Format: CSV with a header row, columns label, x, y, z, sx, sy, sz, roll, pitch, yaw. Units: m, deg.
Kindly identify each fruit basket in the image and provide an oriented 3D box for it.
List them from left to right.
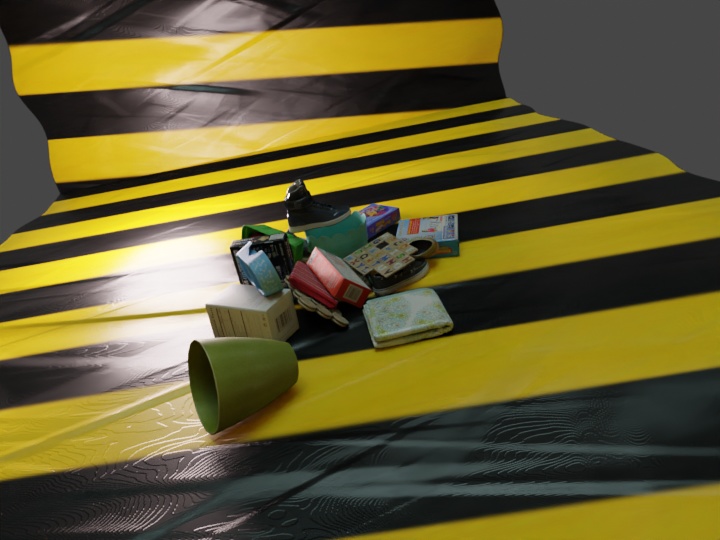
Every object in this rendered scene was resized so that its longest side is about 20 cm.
label,x,y,z,sx,sy,sz,roll,pitch,yaw
fruit basket,-0.288,-0.034,1.682,0.210,0.159,0.217,8,29,-4

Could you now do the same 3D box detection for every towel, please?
label,x,y,z,sx,sy,sz,roll,pitch,yaw
towel,-0.122,0.036,1.502,0.143,0.023,0.200,32,11,-7
towel,0.110,0.114,1.360,0.195,0.049,0.172,-13,29,-3

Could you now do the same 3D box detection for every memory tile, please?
label,x,y,z,sx,sy,sz,roll,pitch,yaw
memory tile,-0.118,0.078,1.450,0.017,0.152,0.200,-57,28,8

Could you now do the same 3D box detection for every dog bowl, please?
label,x,y,z,sx,sy,sz,roll,pitch,yaw
dog bowl,-0.258,-0.001,1.407,0.049,0.113,0.199,-31,29,-16

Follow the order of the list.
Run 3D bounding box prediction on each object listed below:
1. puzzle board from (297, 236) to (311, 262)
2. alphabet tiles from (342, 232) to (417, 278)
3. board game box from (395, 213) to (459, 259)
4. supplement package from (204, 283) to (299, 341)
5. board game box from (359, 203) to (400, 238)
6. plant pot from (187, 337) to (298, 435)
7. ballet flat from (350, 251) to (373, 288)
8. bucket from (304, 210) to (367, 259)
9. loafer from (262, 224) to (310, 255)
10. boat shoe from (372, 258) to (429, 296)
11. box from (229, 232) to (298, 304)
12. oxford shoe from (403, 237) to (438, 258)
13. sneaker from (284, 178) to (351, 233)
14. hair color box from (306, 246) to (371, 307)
label,x,y,z,sx,sy,sz,roll,pitch,yaw
puzzle board,-0.240,-0.080,1.873,0.195,0.018,0.151,14,28,12
alphabet tiles,0.061,-0.039,1.572,0.165,0.008,0.199,-31,32,-17
board game box,0.211,-0.104,1.746,0.191,0.057,0.201,-5,26,13
supplement package,-0.275,0.117,1.424,0.196,0.120,0.117,4,28,28
board game box,0.029,-0.173,1.971,0.133,0.046,0.199,14,36,42
plant pot,-0.235,0.218,1.168,0.196,0.192,0.186,-9,21,-34
ballet flat,0.000,0.000,1.622,0.074,0.069,0.201,-22,26,13
bucket,-0.069,-0.087,1.733,0.202,0.138,0.208,-8,26,4
loafer,-0.236,-0.097,1.806,0.195,0.074,0.073,8,27,0
boat shoe,0.115,0.006,1.560,0.198,0.058,0.068,-28,30,-30
box,-0.258,0.007,1.546,0.155,0.204,0.046,-8,26,8
oxford shoe,0.126,-0.056,1.622,0.196,0.072,0.074,-20,-12,13
sneaker,-0.131,-0.205,1.674,0.198,0.149,0.077,-14,24,-9
hair color box,-0.062,0.016,1.529,0.100,0.062,0.200,25,13,-36
